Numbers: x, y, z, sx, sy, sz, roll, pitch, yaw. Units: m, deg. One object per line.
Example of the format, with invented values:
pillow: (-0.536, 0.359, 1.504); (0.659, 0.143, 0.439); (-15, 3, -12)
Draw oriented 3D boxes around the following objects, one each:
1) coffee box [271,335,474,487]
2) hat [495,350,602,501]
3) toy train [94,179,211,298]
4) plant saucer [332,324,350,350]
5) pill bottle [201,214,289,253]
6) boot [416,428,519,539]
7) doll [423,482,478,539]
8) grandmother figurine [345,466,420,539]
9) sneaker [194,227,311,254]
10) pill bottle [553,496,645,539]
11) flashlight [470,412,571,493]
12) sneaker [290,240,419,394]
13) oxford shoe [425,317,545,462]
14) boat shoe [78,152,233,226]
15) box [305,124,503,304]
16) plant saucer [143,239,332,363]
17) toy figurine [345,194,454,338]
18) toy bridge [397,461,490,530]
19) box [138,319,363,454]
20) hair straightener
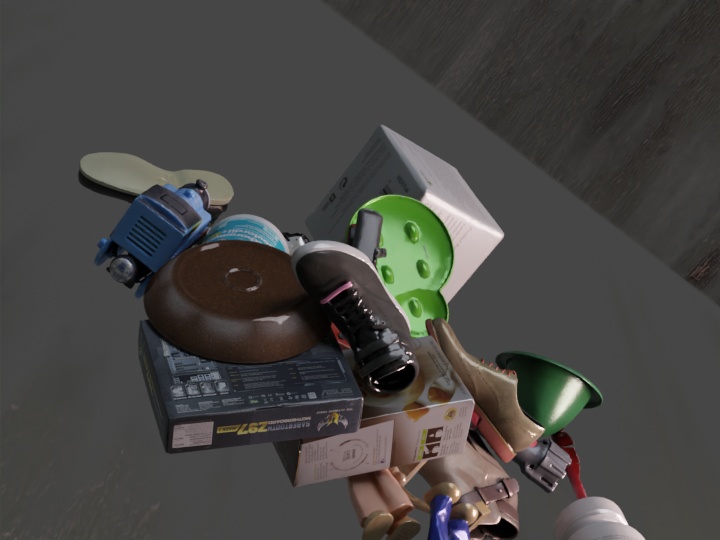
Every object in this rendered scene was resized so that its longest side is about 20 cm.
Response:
coffee box: (0.005, 0.148, 1.485); (0.199, 0.080, 0.115); (-9, 39, -23)
hat: (0.246, 0.230, 2.003); (0.165, 0.177, 0.200); (31, -18, -16)
toy train: (-0.225, -0.043, 1.578); (0.087, 0.114, 0.200); (39, 19, -1)
plant saucer: (0.011, 0.107, 1.707); (0.199, 0.037, 0.200); (26, 7, 4)
pill bottle: (-0.146, 0.014, 1.601); (0.111, 0.111, 0.200); (36, 18, -9)
boot: (0.103, 0.244, 1.627); (0.199, 0.070, 0.147); (12, 42, -32)
doll: (0.091, 0.313, 1.414); (0.137, 0.048, 0.201); (51, 25, -34)
grandmother figurine: (0.003, 0.210, 1.516); (0.121, 0.061, 0.200); (32, 21, -42)
sneaker: (-0.113, -0.023, 1.764); (0.199, 0.080, 0.074); (19, 22, -10)
pill bottle: (0.292, 0.361, 1.628); (0.114, 0.115, 0.200); (32, 20, -21)
flashlight: (0.194, 0.209, 1.872); (0.200, 0.068, 0.068); (36, 15, -5)
sneaker: (0.002, 0.052, 1.411); (0.200, 0.070, 0.100); (47, 18, -42)
oxford shoe: (0.150, 0.132, 1.693); (0.201, 0.075, 0.070); (56, 7, -7)
boat shoe: (-0.259, -0.096, 1.728); (0.200, 0.063, 0.074); (10, 42, -31)
box: (0.061, -0.062, 2.037); (0.171, 0.199, 0.200); (26, 22, -35)
plant saucer: (-0.124, 0.021, 1.447); (0.199, 0.037, 0.201); (7, 33, -5)
toy figurine: (0.032, 0.028, 1.849); (0.149, 0.184, 0.201); (-10, 72, -23)
toy bridge: (0.056, 0.221, 1.573); (0.200, 0.067, 0.027); (47, 20, 17)
box: (-0.114, 0.106, 1.402); (0.199, 0.051, 0.158); (-4, 37, -19)
hair straightener: (0.000, 0.000, 1.677); (0.041, 0.077, 0.201); (21, 49, -10)
